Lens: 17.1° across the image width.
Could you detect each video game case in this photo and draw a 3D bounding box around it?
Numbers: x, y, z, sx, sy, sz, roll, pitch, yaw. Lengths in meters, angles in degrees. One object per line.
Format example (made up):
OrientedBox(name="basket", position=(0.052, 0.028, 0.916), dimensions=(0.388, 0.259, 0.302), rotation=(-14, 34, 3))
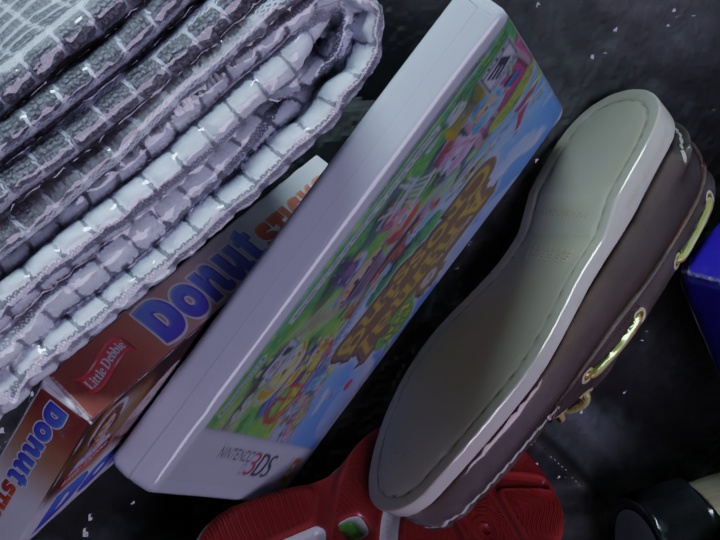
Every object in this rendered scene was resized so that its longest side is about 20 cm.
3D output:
OrientedBox(name="video game case", position=(0.000, 0.000, 0.881), dimensions=(0.022, 0.182, 0.200), rotation=(37, 91, 13))

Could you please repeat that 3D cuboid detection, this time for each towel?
OrientedBox(name="towel", position=(-0.104, -0.054, 0.795), dimensions=(0.200, 0.166, 0.086), rotation=(-41, 115, -7))

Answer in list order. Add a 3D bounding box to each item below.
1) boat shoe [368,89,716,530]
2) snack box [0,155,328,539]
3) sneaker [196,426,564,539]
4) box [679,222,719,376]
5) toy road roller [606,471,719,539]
OrientedBox(name="boat shoe", position=(0.076, 0.024, 0.957), dimensions=(0.060, 0.072, 0.200), rotation=(43, 71, -32))
OrientedBox(name="snack box", position=(-0.066, 0.025, 0.840), dimensions=(0.024, 0.200, 0.072), rotation=(38, 124, 6))
OrientedBox(name="sneaker", position=(-0.014, 0.127, 0.980), dimensions=(0.199, 0.079, 0.116), rotation=(-7, 151, -42))
OrientedBox(name="box", position=(0.262, -0.004, 0.952), dimensions=(0.184, 0.200, 0.105), rotation=(-45, 122, -23))
OrientedBox(name="toy road roller", position=(0.187, 0.177, 1.027), dimensions=(0.122, 0.146, 0.201), rotation=(-15, 125, -20))
